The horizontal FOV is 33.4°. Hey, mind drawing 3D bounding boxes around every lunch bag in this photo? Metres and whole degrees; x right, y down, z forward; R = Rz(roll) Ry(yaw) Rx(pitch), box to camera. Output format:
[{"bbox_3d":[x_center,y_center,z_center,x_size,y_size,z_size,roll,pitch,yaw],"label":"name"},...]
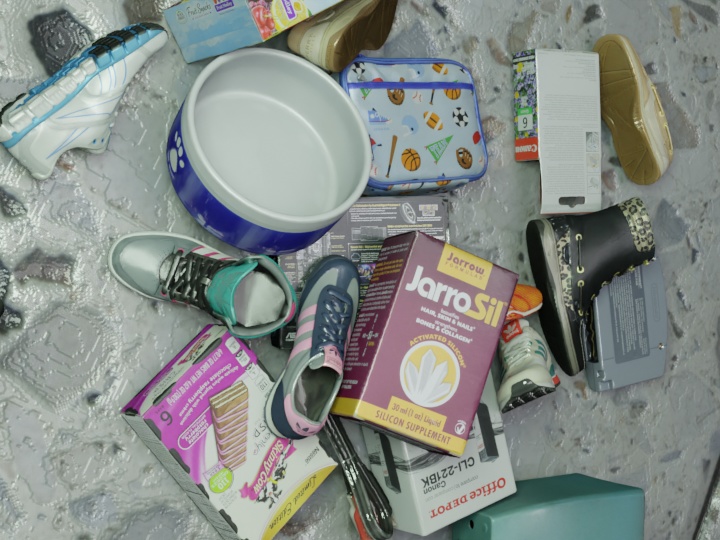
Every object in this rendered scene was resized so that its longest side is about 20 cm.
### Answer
[{"bbox_3d":[0.045,-0.166,1.348,0.199,0.075,0.162,-4,83,-35],"label":"lunch bag"}]

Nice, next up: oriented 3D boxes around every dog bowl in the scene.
[{"bbox_3d":[-0.093,-0.120,1.214,0.198,0.079,0.202,13,59,-23],"label":"dog bowl"}]

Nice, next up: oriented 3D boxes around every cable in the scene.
[{"bbox_3d":[-0.017,0.224,1.309,0.050,0.097,0.201,-29,102,9],"label":"cable"}]

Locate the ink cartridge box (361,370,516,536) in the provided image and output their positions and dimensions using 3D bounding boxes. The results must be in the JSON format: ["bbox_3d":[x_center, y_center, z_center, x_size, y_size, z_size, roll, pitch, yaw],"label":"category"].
[{"bbox_3d":[0.083,0.181,1.370,0.143,0.083,0.202,-18,100,-32],"label":"ink cartridge box"}]

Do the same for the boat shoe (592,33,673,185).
[{"bbox_3d":[0.357,-0.215,1.565,0.069,0.073,0.202,-29,107,-42],"label":"boat shoe"}]

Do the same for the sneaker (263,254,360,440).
[{"bbox_3d":[-0.033,0.077,1.226,0.070,0.082,0.202,22,75,-24],"label":"sneaker"}]

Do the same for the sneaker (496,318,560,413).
[{"bbox_3d":[0.184,0.107,1.400,0.070,0.200,0.094,-25,83,13],"label":"sneaker"}]

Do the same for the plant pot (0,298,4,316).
[{"bbox_3d":[-0.418,0.024,0.987,0.177,0.199,0.201,-36,109,-39],"label":"plant pot"}]

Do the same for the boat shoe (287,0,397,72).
[{"bbox_3d":[-0.014,-0.273,1.297,0.200,0.064,0.072,-46,151,-57],"label":"boat shoe"}]

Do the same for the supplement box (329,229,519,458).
[{"bbox_3d":[0.065,0.077,1.248,0.130,0.103,0.202,21,80,-16],"label":"supplement box"}]

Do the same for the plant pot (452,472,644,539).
[{"bbox_3d":[0.215,0.327,1.430,0.198,0.141,0.143,1,89,-26],"label":"plant pot"}]

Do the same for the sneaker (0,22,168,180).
[{"bbox_3d":[-0.259,-0.163,1.163,0.200,0.075,0.087,-41,118,-18],"label":"sneaker"}]

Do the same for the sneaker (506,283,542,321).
[{"bbox_3d":[0.137,0.021,1.412,0.198,0.073,0.078,2,92,-33],"label":"sneaker"}]

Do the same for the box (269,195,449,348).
[{"bbox_3d":[0.000,0.000,1.309,0.198,0.043,0.162,-3,91,-17],"label":"box"}]

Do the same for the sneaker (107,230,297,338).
[{"bbox_3d":[-0.148,0.014,1.179,0.198,0.121,0.084,17,87,-17],"label":"sneaker"}]

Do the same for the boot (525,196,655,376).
[{"bbox_3d":[0.296,0.018,1.486,0.152,0.073,0.205,-17,104,-12],"label":"boot"}]

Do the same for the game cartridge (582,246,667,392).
[{"bbox_3d":[0.345,0.049,1.573,0.132,0.040,0.202,-8,94,-29],"label":"game cartridge"}]

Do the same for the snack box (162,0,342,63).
[{"bbox_3d":[-0.075,-0.287,1.217,0.199,0.168,0.068,-33,109,-30],"label":"snack box"}]

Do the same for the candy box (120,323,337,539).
[{"bbox_3d":[-0.132,0.175,1.243,0.136,0.061,0.201,-46,114,-25],"label":"candy box"}]

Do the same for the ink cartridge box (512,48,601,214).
[{"bbox_3d":[0.246,-0.172,1.499,0.108,0.050,0.202,-3,93,-33],"label":"ink cartridge box"}]
